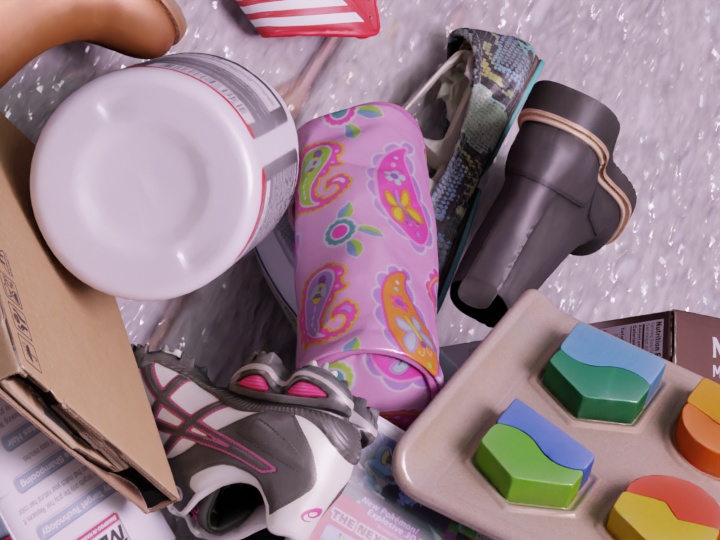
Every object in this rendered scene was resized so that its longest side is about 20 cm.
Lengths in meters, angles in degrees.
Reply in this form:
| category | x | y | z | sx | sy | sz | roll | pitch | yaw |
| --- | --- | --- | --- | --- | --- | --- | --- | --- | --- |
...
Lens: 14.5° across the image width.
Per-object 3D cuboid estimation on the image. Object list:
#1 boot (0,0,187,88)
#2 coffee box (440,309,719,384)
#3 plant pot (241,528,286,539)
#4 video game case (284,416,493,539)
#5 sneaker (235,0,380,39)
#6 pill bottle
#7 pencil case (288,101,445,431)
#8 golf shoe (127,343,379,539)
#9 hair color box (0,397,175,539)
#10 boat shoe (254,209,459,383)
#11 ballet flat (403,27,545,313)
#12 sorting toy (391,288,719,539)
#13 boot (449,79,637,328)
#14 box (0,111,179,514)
| category | x | y | z | sx | sy | sz | roll | pitch | yaw |
| --- | --- | --- | --- | --- | --- | --- | --- | --- | --- |
| boot | -0.191 | -0.112 | 1.452 | 0.200 | 0.077 | 0.156 | 29 | 63 | -31 |
| coffee box | 0.146 | 0.078 | 1.632 | 0.113 | 0.200 | 0.080 | 12 | 75 | -39 |
| plant pot | 0.014 | 0.194 | 1.513 | 0.177 | 0.200 | 0.200 | 24 | 67 | -24 |
| video game case | 0.042 | 0.195 | 1.416 | 0.200 | 0.023 | 0.182 | 32 | 66 | -8 |
| sneaker | -0.007 | -0.204 | 1.646 | 0.200 | 0.078 | 0.116 | -38 | 116 | -26 |
| pill bottle | -0.093 | -0.053 | 1.448 | 0.200 | 0.114 | 0.114 | -47 | 120 | -80 |
| pencil case | 0.000 | 0.000 | 1.524 | 0.087 | 0.087 | 0.200 | 33 | 36 | -32 |
| golf shoe | -0.086 | 0.089 | 1.429 | 0.077 | 0.200 | 0.088 | 41 | 62 | -39 |
| hair color box | -0.184 | 0.073 | 1.387 | 0.099 | 0.061 | 0.200 | -34 | 96 | -51 |
| boat shoe | 0.002 | 0.052 | 1.600 | 0.200 | 0.062 | 0.072 | 50 | 35 | -1 |
| ballet flat | 0.044 | -0.059 | 1.668 | 0.074 | 0.074 | 0.200 | 41 | 57 | -29 |
| sorting toy | 0.138 | 0.095 | 1.444 | 0.200 | 0.037 | 0.185 | 29 | 39 | 12 |
| boot | 0.097 | -0.014 | 1.658 | 0.139 | 0.077 | 0.200 | -63 | 161 | -13 |
| box | -0.155 | 0.005 | 1.372 | 0.164 | 0.021 | 0.200 | 48 | 17 | -54 |
